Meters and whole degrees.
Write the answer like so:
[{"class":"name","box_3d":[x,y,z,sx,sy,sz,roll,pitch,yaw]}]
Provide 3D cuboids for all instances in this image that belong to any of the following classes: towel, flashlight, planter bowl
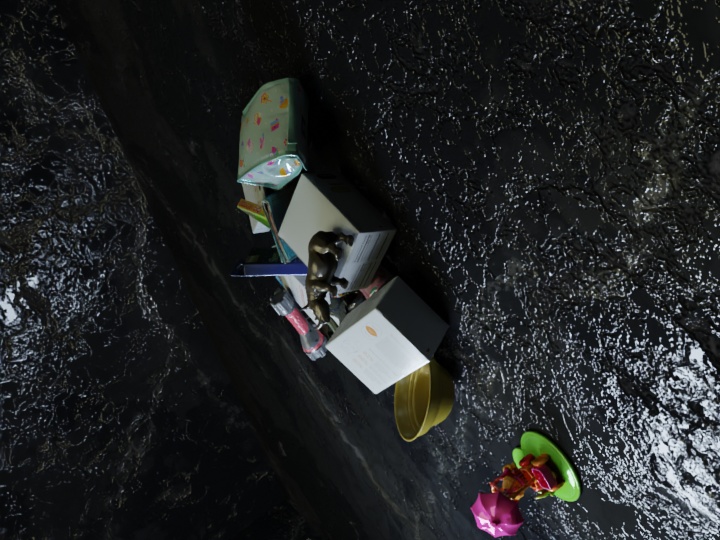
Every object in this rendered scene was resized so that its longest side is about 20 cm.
[{"class":"towel","box_3d":[-0.142,-0.113,1.706,0.021,0.200,0.148,-14,102,28]},{"class":"flashlight","box_3d":[-0.152,0.136,1.915,0.067,0.068,0.201,3,139,44]},{"class":"planter bowl","box_3d":[0.144,0.261,1.627,0.200,0.082,0.203,-171,90,-72]}]

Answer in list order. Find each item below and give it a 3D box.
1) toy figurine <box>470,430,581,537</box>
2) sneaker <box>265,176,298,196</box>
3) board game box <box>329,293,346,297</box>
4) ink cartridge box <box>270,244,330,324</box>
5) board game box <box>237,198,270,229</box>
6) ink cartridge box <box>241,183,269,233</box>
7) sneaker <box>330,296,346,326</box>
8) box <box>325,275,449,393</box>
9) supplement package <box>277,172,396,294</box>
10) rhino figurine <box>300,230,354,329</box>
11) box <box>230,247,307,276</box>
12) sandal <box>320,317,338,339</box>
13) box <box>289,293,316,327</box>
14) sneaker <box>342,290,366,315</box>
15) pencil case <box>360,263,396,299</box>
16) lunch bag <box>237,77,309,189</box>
[{"class":"toy figurine","box_3d":[0.280,0.415,1.438,0.151,0.183,0.200,59,159,1]},{"class":"sneaker","box_3d":[-0.165,-0.250,1.738,0.070,0.082,0.202,27,125,13]},{"class":"board game box","box_3d":[-0.104,-0.032,1.886,0.202,0.056,0.165,64,160,-10]},{"class":"ink cartridge box","box_3d":[-0.135,0.026,1.863,0.200,0.066,0.117,45,156,33]},{"class":"board game box","box_3d":[-0.184,-0.100,1.745,0.095,0.030,0.200,23,170,38]},{"class":"ink cartridge box","box_3d":[-0.238,-0.196,1.837,0.200,0.047,0.162,139,119,-67]},{"class":"sneaker","box_3d":[-0.020,0.133,1.900,0.087,0.074,0.201,48,-175,-43]},{"class":"box","box_3d":[0.052,0.134,1.556,0.152,0.107,0.200,44,137,-7]},{"class":"supplement package","box_3d":[-0.051,-0.079,1.564,0.200,0.110,0.157,46,126,29]},{"class":"rhino figurine","box_3d":[-0.071,0.019,1.479,0.087,0.059,0.203,20,109,33]},{"class":"box","box_3d":[-0.185,-0.020,1.711,0.121,0.197,0.033,-90,-3,-71]},{"class":"sandal","box_3d":[-0.080,0.137,1.988,0.057,0.080,0.202,-40,83,23]},{"class":"box","box_3d":[-0.163,0.058,2.051,0.143,0.036,0.202,55,-169,-78]},{"class":"sneaker","box_3d":[0.032,0.101,1.687,0.111,0.077,0.200,36,-178,-38]},{"class":"pencil case","box_3d":[0.000,0.000,1.663,0.200,0.087,0.088,42,152,36]},{"class":"lunch bag","box_3d":[-0.166,-0.274,1.550,0.199,0.121,0.173,-23,63,58]}]
